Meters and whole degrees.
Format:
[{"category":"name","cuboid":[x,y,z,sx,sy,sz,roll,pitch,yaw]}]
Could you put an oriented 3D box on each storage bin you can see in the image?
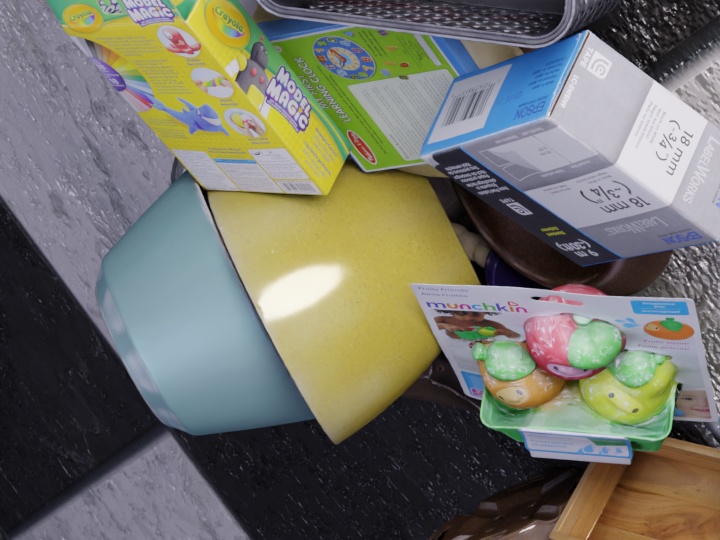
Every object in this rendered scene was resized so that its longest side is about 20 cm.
[{"category":"storage bin","cuboid":[0.045,-0.209,1.190,0.200,0.094,0.136,10,110,22]}]

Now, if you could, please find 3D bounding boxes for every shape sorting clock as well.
[{"category":"shape sorting clock","cuboid":[0.023,-0.126,1.357,0.200,0.039,0.200,13,148,9]}]

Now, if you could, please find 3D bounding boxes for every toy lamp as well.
[{"category":"toy lamp","cuboid":[0.048,-0.035,1.580,0.200,0.058,0.058,27,145,44]}]

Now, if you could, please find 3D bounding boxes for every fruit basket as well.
[{"category":"fruit basket","cuboid":[0.140,0.062,1.409,0.185,0.094,0.200,4,161,16]}]

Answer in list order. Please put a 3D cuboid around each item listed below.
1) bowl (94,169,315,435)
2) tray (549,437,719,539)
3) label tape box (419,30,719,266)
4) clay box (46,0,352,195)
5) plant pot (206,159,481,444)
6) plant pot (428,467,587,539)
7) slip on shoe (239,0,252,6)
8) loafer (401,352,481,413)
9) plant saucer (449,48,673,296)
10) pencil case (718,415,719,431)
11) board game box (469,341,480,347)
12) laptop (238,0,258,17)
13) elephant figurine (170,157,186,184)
[{"category":"bowl","cuboid":[-0.117,0.038,1.502,0.201,0.105,0.201,62,-179,-2]},{"category":"tray","cuboid":[0.227,0.173,1.481,0.037,0.099,0.200,38,165,-29]},{"category":"label tape box","cuboid":[0.157,-0.051,1.251,0.200,0.063,0.144,33,160,-21]},{"category":"clay box","cuboid":[-0.104,-0.127,1.358,0.115,0.048,0.200,4,146,39]},{"category":"plant pot","cuboid":[0.000,0.000,1.473,0.200,0.142,0.200,62,-178,-3]},{"category":"plant pot","cuboid":[0.155,0.274,1.653,0.199,0.200,0.200,64,155,-5]},{"category":"slip on shoe","cuboid":[-0.026,-0.168,1.469,0.200,0.076,0.061,35,-155,-30]},{"category":"loafer","cuboid":[0.049,0.068,1.630,0.200,0.071,0.073,38,-171,-19]},{"category":"plant saucer","cuboid":[0.123,-0.062,1.408,0.200,0.034,0.201,33,142,31]},{"category":"pencil case","cuboid":[0.304,0.163,1.352,0.092,0.085,0.200,-13,111,40]},{"category":"board game box","cuboid":[0.096,0.057,1.587,0.200,0.019,0.103,43,-172,16]},{"category":"laptop","cuboid":[-0.056,-0.241,1.320,0.116,0.200,0.188,-88,-27,-67]},{"category":"elephant figurine","cuboid":[-0.078,-0.066,1.666,0.155,0.142,0.200,41,168,-12]}]
